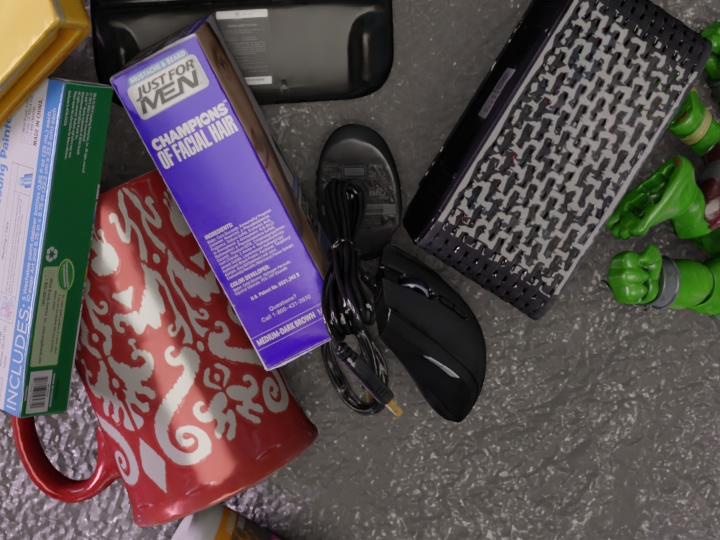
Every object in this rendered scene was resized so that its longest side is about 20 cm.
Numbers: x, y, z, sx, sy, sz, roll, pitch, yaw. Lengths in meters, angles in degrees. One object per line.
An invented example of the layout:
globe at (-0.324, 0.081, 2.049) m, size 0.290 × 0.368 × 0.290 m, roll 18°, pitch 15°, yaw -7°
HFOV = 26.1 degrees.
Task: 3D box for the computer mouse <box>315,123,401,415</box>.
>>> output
computer mouse at (0.000, 0.000, 1.050) m, size 0.058 × 0.034 × 0.202 m, roll 2°, pitch 106°, yaw 7°

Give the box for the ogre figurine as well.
ogre figurine at (0.230, -0.047, 1.006) m, size 0.120 × 0.202 × 0.098 m, roll 37°, pitch 136°, yaw -28°

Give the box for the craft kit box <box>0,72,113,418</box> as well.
craft kit box at (-0.245, -0.033, 0.962) m, size 0.196 × 0.048 × 0.202 m, roll 17°, pitch 101°, yaw 34°

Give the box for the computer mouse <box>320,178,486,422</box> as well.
computer mouse at (0.038, 0.043, 0.973) m, size 0.046 × 0.141 × 0.201 m, roll -20°, pitch 129°, yaw 20°

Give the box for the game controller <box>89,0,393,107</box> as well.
game controller at (-0.077, -0.160, 1.017) m, size 0.197 × 0.042 × 0.106 m, roll -3°, pitch 114°, yaw -2°

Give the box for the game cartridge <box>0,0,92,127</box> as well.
game cartridge at (-0.243, -0.178, 0.912) m, size 0.176 × 0.032 × 0.202 m, roll -36°, pitch 67°, yaw 36°

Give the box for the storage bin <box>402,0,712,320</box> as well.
storage bin at (0.119, -0.085, 0.984) m, size 0.093 × 0.135 × 0.201 m, roll 30°, pitch 97°, yaw -8°

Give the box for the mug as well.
mug at (-0.144, 0.053, 0.992) m, size 0.176 × 0.133 × 0.202 m, roll -26°, pitch 97°, yaw -20°

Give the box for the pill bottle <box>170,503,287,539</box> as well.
pill bottle at (-0.047, 0.248, 1.042) m, size 0.199 × 0.116 × 0.117 m, roll 30°, pitch 97°, yaw -8°

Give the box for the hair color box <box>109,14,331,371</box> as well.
hair color box at (-0.076, -0.051, 0.965) m, size 0.064 × 0.109 × 0.201 m, roll -27°, pitch 103°, yaw 7°
